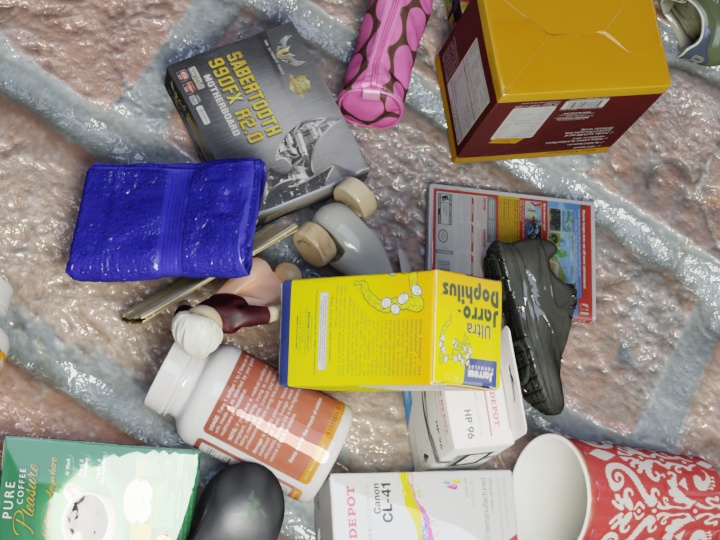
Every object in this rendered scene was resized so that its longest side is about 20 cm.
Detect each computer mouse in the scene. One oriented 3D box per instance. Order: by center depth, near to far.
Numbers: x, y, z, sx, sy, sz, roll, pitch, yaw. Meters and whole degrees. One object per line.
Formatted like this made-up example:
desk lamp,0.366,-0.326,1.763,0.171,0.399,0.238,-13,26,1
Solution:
computer mouse,-0.129,0.290,1.596,0.138,0.053,0.201,18,93,-16

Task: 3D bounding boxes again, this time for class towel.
towel,-0.203,-0.057,1.680,0.199,0.050,0.148,-3,53,12

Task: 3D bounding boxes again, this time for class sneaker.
sneaker,0.202,0.058,1.770,0.090,0.076,0.201,-13,90,-19
sneaker,0.403,-0.342,1.957,0.089,0.067,0.201,-6,78,-21

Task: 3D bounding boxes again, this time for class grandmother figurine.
grandmother figurine,-0.137,0.038,1.650,0.121,0.200,0.061,-10,102,22

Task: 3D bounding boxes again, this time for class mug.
mug,0.264,0.254,1.707,0.199,0.178,0.134,7,54,-31

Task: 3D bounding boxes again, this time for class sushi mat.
sushi mat,-0.161,0.003,1.701,0.200,0.096,0.012,-32,102,-21

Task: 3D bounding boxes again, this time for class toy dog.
toy dog,0.000,0.000,1.757,0.131,0.096,0.201,-21,94,-22

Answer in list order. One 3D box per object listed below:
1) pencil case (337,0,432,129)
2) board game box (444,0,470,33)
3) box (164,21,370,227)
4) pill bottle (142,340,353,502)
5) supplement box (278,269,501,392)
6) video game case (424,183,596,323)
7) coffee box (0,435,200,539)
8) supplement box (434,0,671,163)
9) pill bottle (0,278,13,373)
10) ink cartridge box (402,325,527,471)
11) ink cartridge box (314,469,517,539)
pencil case,0.032,-0.265,1.831,0.090,0.094,0.201,16,71,-8
board game box,0.195,-0.356,1.919,0.199,0.057,0.166,-6,76,-15
box,-0.104,-0.159,1.783,0.158,0.048,0.201,-22,75,-18
pill bottle,-0.116,0.146,1.656,0.199,0.112,0.113,28,69,-4
supplement box,0.028,0.062,1.589,0.109,0.199,0.110,9,80,-49
video game case,0.170,-0.019,1.828,0.199,0.017,0.144,6,72,-11
coffee box,-0.264,0.232,1.618,0.199,0.044,0.124,4,86,-12
supplement box,0.209,-0.221,1.802,0.196,0.200,0.134,-5,74,-15
pill bottle,-0.414,0.098,1.601,0.112,0.112,0.201,19,70,-7
ink cartridge box,0.103,0.137,1.664,0.067,0.200,0.117,-5,74,-15
ink cartridge box,0.059,0.284,1.670,0.199,0.086,0.148,1,73,-15
